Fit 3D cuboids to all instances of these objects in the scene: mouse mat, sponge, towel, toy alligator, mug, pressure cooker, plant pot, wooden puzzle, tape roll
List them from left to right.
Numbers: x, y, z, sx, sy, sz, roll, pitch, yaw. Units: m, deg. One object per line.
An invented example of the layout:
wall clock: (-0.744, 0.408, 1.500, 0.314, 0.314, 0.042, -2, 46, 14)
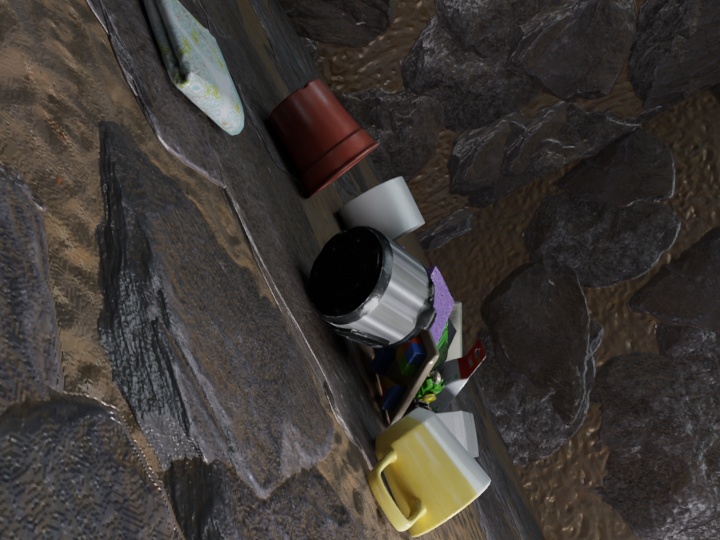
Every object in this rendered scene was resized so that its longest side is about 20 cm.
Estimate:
towel: (-0.259, -0.326, 1.048, 0.202, 0.048, 0.171, 67, 13, 19)
plant pot: (-0.093, -0.300, 1.496, 0.196, 0.200, 0.201, 53, 10, -5)
pressure cooker: (0.032, 0.038, 1.155, 0.199, 0.177, 0.178, 32, 38, -46)
tape roll: (0.056, -0.141, 1.795, 0.141, 0.201, 0.203, 62, 9, 1)
wooden puzzle: (0.071, 0.161, 1.245, 0.046, 0.187, 0.201, 17, 30, -17)
mug: (0.096, 0.297, 1.024, 0.154, 0.148, 0.187, 57, 1, 12)
mouse mat: (0.157, 0.174, 1.570, 0.199, 0.007, 0.164, -29, 123, -49)
sponge: (0.151, 0.096, 1.495, 0.112, 0.029, 0.201, 60, 39, -27)
toy alligator: (0.157, 0.249, 1.457, 0.200, 0.053, 0.060, 122, -40, -64)

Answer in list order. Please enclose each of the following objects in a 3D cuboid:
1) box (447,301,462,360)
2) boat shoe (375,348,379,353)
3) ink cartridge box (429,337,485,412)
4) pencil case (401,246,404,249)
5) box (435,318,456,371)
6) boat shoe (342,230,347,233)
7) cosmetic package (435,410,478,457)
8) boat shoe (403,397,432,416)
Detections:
box: (0.235, 0.191, 1.925, 0.128, 0.107, 0.204, 5, 85, -79)
boat shoe: (0.071, 0.171, 1.417, 0.202, 0.074, 0.073, 62, 9, -2)
ink cartridge box: (0.230, 0.256, 1.687, 0.050, 0.201, 0.161, 33, 12, -3)
pencil case: (0.119, 0.040, 1.799, 0.084, 0.085, 0.202, 29, 37, -79)
box: (0.142, 0.140, 1.638, 0.105, 0.123, 0.200, 15, -24, 35)
boat shoe: (0.000, 0.000, 1.490, 0.201, 0.072, 0.073, 52, 15, -31)
cosmetic package: (0.213, 0.378, 1.538, 0.200, 0.089, 0.109, 41, 41, -72)
boat shoe: (0.118, 0.294, 1.371, 0.075, 0.060, 0.200, 62, 9, 7)
